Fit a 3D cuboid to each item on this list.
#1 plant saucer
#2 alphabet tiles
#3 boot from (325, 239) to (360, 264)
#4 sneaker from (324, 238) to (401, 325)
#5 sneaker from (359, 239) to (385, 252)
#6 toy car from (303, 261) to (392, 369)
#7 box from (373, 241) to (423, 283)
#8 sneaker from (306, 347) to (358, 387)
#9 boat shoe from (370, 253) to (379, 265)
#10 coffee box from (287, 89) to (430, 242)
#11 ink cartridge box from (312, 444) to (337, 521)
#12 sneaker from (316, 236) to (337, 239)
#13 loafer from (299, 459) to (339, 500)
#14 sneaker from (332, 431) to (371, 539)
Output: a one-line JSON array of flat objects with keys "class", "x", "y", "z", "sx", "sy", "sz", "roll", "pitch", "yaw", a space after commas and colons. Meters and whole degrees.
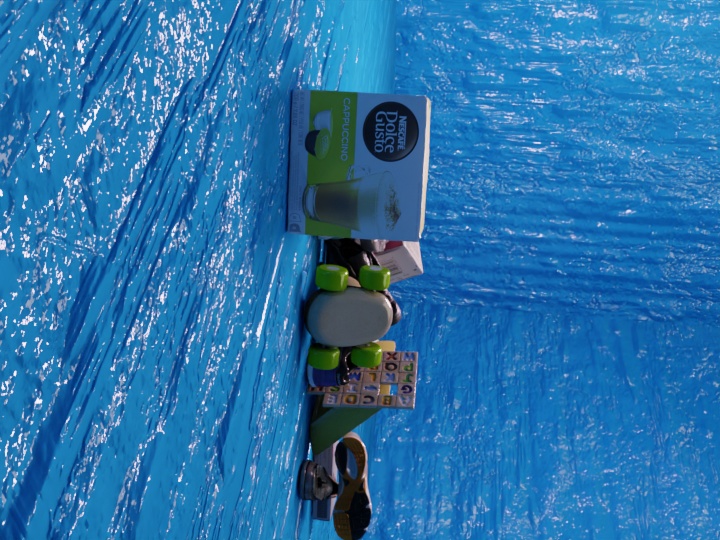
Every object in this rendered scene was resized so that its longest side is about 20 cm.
[{"class": "plant saucer", "x": -0.024, "y": 0.231, "z": 1.610, "sx": 0.199, "sy": 0.048, "sz": 0.201, "roll": -39, "pitch": -161, "yaw": 24}, {"class": "alphabet tiles", "x": 0.005, "y": 0.196, "z": 1.530, "sx": 0.168, "sy": 0.194, "sz": 0.008, "roll": -79, "pitch": 168, "yaw": -59}, {"class": "boot", "x": -0.001, "y": 0.000, "z": 1.663, "sx": 0.065, "sy": 0.162, "sz": 0.206, "roll": 4, "pitch": -89, "yaw": 51}, {"class": "sneaker", "x": 0.002, "y": 0.010, "z": 1.534, "sx": 0.200, "sy": 0.059, "sz": 0.106, "roll": 45, "pitch": -25, "yaw": 38}, {"class": "sneaker", "x": 0.012, "y": -0.094, "z": 1.574, "sx": 0.201, "sy": 0.078, "sz": 0.075, "roll": -77, "pitch": 165, "yaw": -60}, {"class": "toy car", "x": -0.046, "y": 0.058, "z": 1.466, "sx": 0.200, "sy": 0.154, "sz": 0.169, "roll": -146, "pitch": -121, "yaw": -62}, {"class": "box", "x": 0.062, "y": -0.091, "z": 1.894, "sx": 0.128, "sy": 0.107, "sz": 0.204, "roll": 50, "pitch": 28, "yaw": -51}, {"class": "sneaker", "x": -0.022, "y": 0.143, "z": 1.540, "sx": 0.201, "sy": 0.086, "sz": 0.077, "roll": -62, "pitch": 145, "yaw": -46}, {"class": "boat shoe", "x": 0.000, "y": -0.047, "z": 1.718, "sx": 0.069, "sy": 0.055, "sz": 0.203, "roll": -79, "pitch": 148, "yaw": -65}, {"class": "coffee box", "x": 0.005, "y": -0.161, "z": 1.250, "sx": 0.200, "sy": 0.192, "sz": 0.205, "roll": -60, "pitch": 153, "yaw": -79}, {"class": "ink cartridge box", "x": -0.067, "y": 0.391, "z": 1.761, "sx": 0.174, "sy": 0.042, "sz": 0.205, "roll": -65, "pitch": 159, "yaw": -73}, {"class": "sneaker", "x": -0.034, "y": -0.109, "z": 1.525, "sx": 0.201, "sy": 0.077, "sz": 0.079, "roll": -79, "pitch": 172, "yaw": -59}, {"class": "loafer", "x": -0.073, "y": 0.396, "z": 1.561, "sx": 0.200, "sy": 0.061, "sz": 0.074, "roll": 79, "pitch": 16, "yaw": -72}, {"class": "sneaker", "x": -0.012, "y": 0.403, "z": 1.576, "sx": 0.092, "sy": 0.074, "sz": 0.206, "roll": -59, "pitch": 152, "yaw": -83}]
